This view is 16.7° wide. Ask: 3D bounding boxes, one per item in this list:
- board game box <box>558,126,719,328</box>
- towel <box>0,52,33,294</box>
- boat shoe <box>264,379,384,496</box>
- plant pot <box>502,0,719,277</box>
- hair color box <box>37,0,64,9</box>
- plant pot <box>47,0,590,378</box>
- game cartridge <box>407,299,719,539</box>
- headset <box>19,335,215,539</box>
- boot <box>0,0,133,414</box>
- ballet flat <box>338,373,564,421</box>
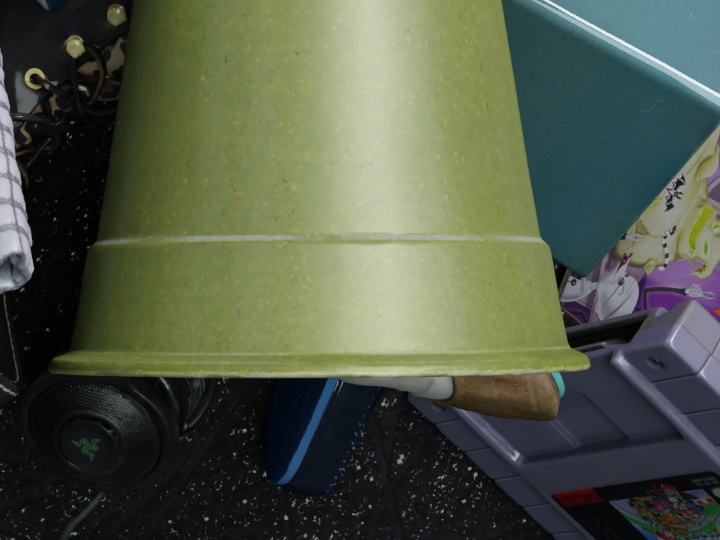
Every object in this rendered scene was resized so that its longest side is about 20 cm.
[{"bbox_3d":[0.161,-0.036,1.119,0.032,0.120,0.201,21,91,-44],"label":"board game box"},{"bbox_3d":[-0.230,-0.036,0.919,0.199,0.166,0.086,-22,147,15],"label":"towel"},{"bbox_3d":[0.020,0.012,1.102,0.068,0.084,0.201,23,93,-23],"label":"boat shoe"},{"bbox_3d":[0.056,-0.127,1.041,0.199,0.141,0.142,28,54,-7],"label":"plant pot"},{"bbox_3d":[-0.164,-0.200,0.913,0.060,0.100,0.200,-42,85,-8],"label":"hair color box"},{"bbox_3d":[-0.014,-0.057,0.902,0.199,0.200,0.191,1,89,-18],"label":"plant pot"},{"bbox_3d":[0.120,0.078,1.083,0.130,0.200,0.038,47,61,-16],"label":"game cartridge"},{"bbox_3d":[-0.088,0.056,1.044,0.093,0.124,0.201,15,103,5],"label":"headset"},{"bbox_3d":[-0.135,-0.052,0.977,0.150,0.201,0.073,-31,144,10],"label":"boot"},{"bbox_3d":[0.000,0.000,1.026,0.072,0.068,0.200,-39,94,-26],"label":"ballet flat"}]
